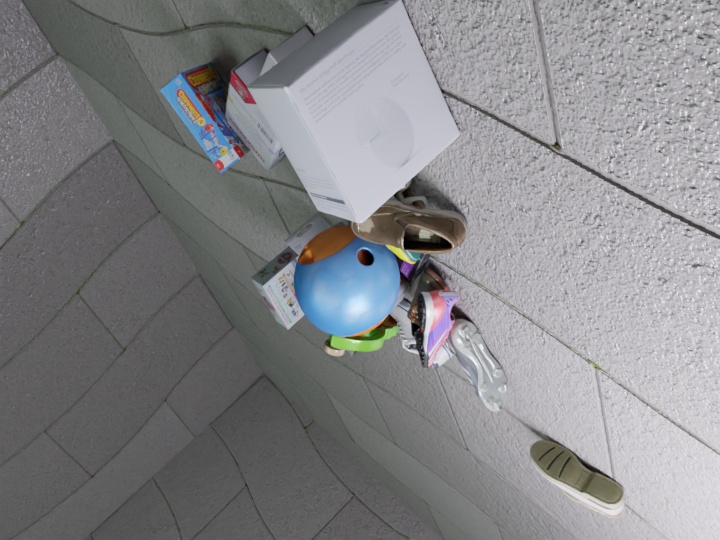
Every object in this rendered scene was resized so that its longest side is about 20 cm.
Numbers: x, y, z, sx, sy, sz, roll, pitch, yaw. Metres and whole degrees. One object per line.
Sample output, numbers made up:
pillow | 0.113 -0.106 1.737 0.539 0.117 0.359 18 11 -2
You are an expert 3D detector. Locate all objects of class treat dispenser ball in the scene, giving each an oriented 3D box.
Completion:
treat dispenser ball | -0.025 0.019 1.338 0.201 0.200 0.202 43 161 19

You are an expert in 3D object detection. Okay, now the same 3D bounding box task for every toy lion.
toy lion | 0.003 0.116 1.601 0.201 0.188 0.070 -115 36 -61

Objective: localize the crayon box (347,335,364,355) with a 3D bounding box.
crayon box | -0.036 0.147 1.964 0.126 0.051 0.200 47 162 9

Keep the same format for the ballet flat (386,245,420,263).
ballet flat | 0.037 -0.100 1.243 0.066 0.067 0.203 -20 99 33

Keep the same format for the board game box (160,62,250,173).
board game box | -0.299 -0.320 1.502 0.197 0.055 0.201 55 -162 -15

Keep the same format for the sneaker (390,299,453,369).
sneaker | 0.111 0.130 1.550 0.199 0.071 0.074 39 159 33

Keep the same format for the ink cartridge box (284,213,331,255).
ink cartridge box | -0.066 -0.024 1.607 0.200 0.109 0.051 42 161 24

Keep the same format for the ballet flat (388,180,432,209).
ballet flat | 0.073 -0.124 1.190 0.062 0.068 0.201 -21 114 41

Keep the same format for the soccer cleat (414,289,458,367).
soccer cleat | 0.142 0.112 1.358 0.202 0.072 0.069 88 169 -47

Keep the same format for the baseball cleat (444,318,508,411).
baseball cleat | 0.220 0.175 1.410 0.203 0.069 0.106 66 164 -16

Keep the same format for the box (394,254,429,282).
box | 0.047 -0.082 1.345 0.200 0.036 0.143 48 162 12

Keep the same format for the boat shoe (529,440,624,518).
boat shoe | 0.404 0.400 1.378 0.199 0.074 0.069 31 149 43

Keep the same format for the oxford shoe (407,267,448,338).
oxford shoe | 0.127 0.071 1.389 0.070 0.074 0.202 42 159 29

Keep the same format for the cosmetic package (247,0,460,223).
cosmetic package | -0.006 -0.210 0.956 0.122 0.199 0.202 21 147 54

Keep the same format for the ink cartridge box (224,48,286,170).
ink cartridge box | -0.179 -0.299 1.380 0.146 0.083 0.200 50 162 -1

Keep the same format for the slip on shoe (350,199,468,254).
slip on shoe | 0.070 -0.061 1.154 0.196 0.061 0.077 9 129 21

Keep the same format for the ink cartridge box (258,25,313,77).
ink cartridge box | -0.072 -0.269 1.187 0.201 0.086 0.146 50 162 -5

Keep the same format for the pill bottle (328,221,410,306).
pill bottle | 0.000 0.000 1.494 0.200 0.112 0.112 46 162 10

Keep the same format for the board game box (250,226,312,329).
board game box | -0.141 0.015 1.715 0.064 0.199 0.149 28 153 46
